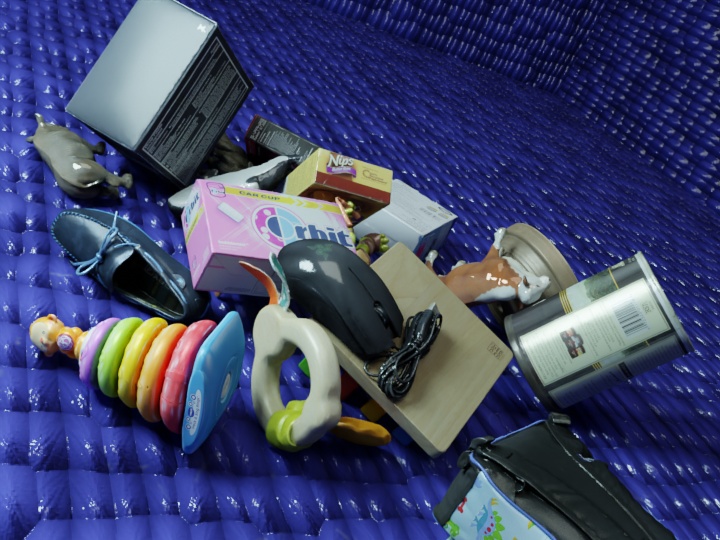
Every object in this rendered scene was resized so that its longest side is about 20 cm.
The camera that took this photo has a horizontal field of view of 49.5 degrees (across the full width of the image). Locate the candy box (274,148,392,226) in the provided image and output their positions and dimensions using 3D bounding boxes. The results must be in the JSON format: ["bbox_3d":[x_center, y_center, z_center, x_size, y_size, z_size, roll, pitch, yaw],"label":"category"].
[{"bbox_3d":[-0.051,-0.103,1.129,0.117,0.200,0.057,14,72,-23],"label":"candy box"}]

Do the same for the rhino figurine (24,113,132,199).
[{"bbox_3d":[-0.392,-0.158,1.053,0.087,0.060,0.200,1,34,-48],"label":"rhino figurine"}]

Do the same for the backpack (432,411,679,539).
[{"bbox_3d":[0.183,0.254,0.707,0.183,0.147,0.200,-3,34,-48],"label":"backpack"}]

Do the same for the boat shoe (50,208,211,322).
[{"bbox_3d":[-0.258,-0.011,0.869,0.200,0.084,0.069,25,14,3],"label":"boat shoe"}]

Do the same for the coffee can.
[{"bbox_3d":[0.314,0.084,1.038,0.146,0.200,0.146,52,20,-28],"label":"coffee can"}]

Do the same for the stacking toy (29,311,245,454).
[{"bbox_3d":[-0.219,0.081,0.733,0.200,0.116,0.110,16,22,5],"label":"stacking toy"}]

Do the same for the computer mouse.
[{"bbox_3d":[0.001,0.029,0.838,0.200,0.053,0.139,39,44,-2],"label":"computer mouse"}]

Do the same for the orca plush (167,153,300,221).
[{"bbox_3d":[-0.175,-0.105,1.122,0.105,0.071,0.200,21,44,38],"label":"orca plush"}]

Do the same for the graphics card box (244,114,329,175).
[{"bbox_3d":[-0.095,-0.173,1.299,0.200,0.051,0.125,26,-15,0],"label":"graphics card box"}]

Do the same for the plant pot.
[{"bbox_3d":[0.252,0.036,1.201,0.093,0.201,0.201,-29,48,-11],"label":"plant pot"}]

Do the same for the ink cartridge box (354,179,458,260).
[{"bbox_3d":[0.076,-0.085,1.332,0.136,0.076,0.200,34,28,15],"label":"ink cartridge box"}]

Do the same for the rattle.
[{"bbox_3d":[-0.042,0.080,0.810,0.143,0.130,0.200,-3,57,-26],"label":"rattle"}]

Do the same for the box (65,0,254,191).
[{"bbox_3d":[-0.269,-0.244,1.084,0.123,0.200,0.198,31,-6,9],"label":"box"}]

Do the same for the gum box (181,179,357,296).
[{"bbox_3d":[-0.100,-0.031,0.923,0.200,0.066,0.114,7,46,-31],"label":"gum box"}]

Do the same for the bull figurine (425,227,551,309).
[{"bbox_3d":[0.172,0.010,1.126,0.065,0.200,0.122,54,33,-37],"label":"bull figurine"}]

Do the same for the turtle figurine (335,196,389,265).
[{"bbox_3d":[0.000,0.000,1.082,0.161,0.064,0.200,-10,82,-73],"label":"turtle figurine"}]

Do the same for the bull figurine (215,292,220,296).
[{"bbox_3d":[-0.132,-0.030,1.017,0.200,0.065,0.121,-5,55,-46],"label":"bull figurine"}]

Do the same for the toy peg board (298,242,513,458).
[{"bbox_3d":[0.045,0.102,0.919,0.199,0.098,0.200,45,43,4],"label":"toy peg board"}]

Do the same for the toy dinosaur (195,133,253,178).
[{"bbox_3d":[-0.214,-0.175,1.260,0.102,0.077,0.200,23,18,-36],"label":"toy dinosaur"}]
